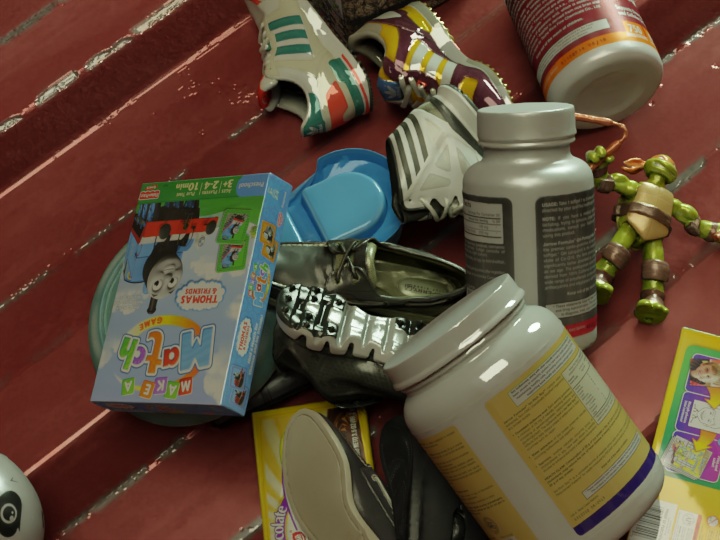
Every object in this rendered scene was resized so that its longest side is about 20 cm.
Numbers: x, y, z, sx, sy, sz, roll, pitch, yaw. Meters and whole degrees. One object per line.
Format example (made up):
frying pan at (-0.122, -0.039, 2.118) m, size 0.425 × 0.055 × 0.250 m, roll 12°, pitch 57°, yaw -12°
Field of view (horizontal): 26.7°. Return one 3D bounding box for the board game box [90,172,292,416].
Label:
board game box at (-0.143, 0.020, 1.280) m, size 0.150 × 0.037 × 0.202 m, roll -2°, pitch 69°, yaw 36°

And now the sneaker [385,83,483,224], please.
sneaker at (0.096, -0.056, 1.353) m, size 0.115 × 0.076 × 0.201 m, roll -39°, pitch 87°, yaw -8°

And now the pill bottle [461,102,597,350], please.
pill bottle at (0.141, -0.036, 1.265) m, size 0.110 × 0.111 × 0.202 m, roll -2°, pitch 101°, yaw 7°

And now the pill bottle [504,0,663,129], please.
pill bottle at (0.201, -0.244, 1.436) m, size 0.112 × 0.113 × 0.201 m, roll -17°, pitch 61°, yaw -2°

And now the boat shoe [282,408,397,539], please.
boat shoe at (-0.002, 0.200, 1.235) m, size 0.073 × 0.062 × 0.201 m, roll -50°, pitch 53°, yaw 28°

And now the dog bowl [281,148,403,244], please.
dog bowl at (-0.048, -0.034, 1.391) m, size 0.199 × 0.050 × 0.112 m, roll -25°, pitch 61°, yaw -6°

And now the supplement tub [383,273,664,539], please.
supplement tub at (0.124, 0.119, 1.170) m, size 0.145 × 0.145 × 0.201 m, roll -37°, pitch 93°, yaw -13°

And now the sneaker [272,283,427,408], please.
sneaker at (0.013, 0.082, 1.279) m, size 0.199 × 0.091 × 0.067 m, roll 21°, pitch 44°, yaw -4°

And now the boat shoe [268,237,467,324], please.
boat shoe at (0.001, 0.001, 1.304) m, size 0.199 × 0.066 × 0.072 m, roll 10°, pitch 59°, yaw -14°

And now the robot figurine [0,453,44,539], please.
robot figurine at (-0.355, 0.232, 1.241) m, size 0.199 × 0.151 × 0.125 m, roll -35°, pitch 33°, yaw -11°

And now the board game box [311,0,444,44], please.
board game box at (0.023, -0.338, 1.462) m, size 0.159 × 0.200 × 0.097 m, roll -31°, pitch 62°, yaw -9°

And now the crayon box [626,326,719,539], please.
crayon box at (0.296, 0.156, 1.234) m, size 0.118 × 0.058 × 0.201 m, roll 14°, pitch 64°, yaw 15°

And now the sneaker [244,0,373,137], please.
sneaker at (-0.075, -0.210, 1.478) m, size 0.093 × 0.071 × 0.200 m, roll -31°, pitch 64°, yaw -17°

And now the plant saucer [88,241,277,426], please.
plant saucer at (-0.155, 0.036, 1.334) m, size 0.198 × 0.027 × 0.202 m, roll -6°, pitch 69°, yaw 16°

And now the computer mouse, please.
computer mouse at (0.073, 0.189, 1.217) m, size 0.053 × 0.138 × 0.201 m, roll -44°, pitch 41°, yaw 31°

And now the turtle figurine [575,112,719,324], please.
turtle figurine at (0.243, -0.045, 1.341) m, size 0.199 × 0.064 × 0.162 m, roll 26°, pitch 70°, yaw -14°

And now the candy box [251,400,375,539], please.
candy box at (-0.033, 0.206, 1.269) m, size 0.101 × 0.026 × 0.201 m, roll -10°, pitch 60°, yaw 3°

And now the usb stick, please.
usb stick at (-0.051, 0.078, 1.339) m, size 0.199 × 0.033 × 0.056 m, roll -25°, pitch 60°, yaw -7°

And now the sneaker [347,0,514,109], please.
sneaker at (0.067, -0.172, 1.434) m, size 0.090 × 0.075 × 0.200 m, roll -25°, pitch 52°, yaw -19°
